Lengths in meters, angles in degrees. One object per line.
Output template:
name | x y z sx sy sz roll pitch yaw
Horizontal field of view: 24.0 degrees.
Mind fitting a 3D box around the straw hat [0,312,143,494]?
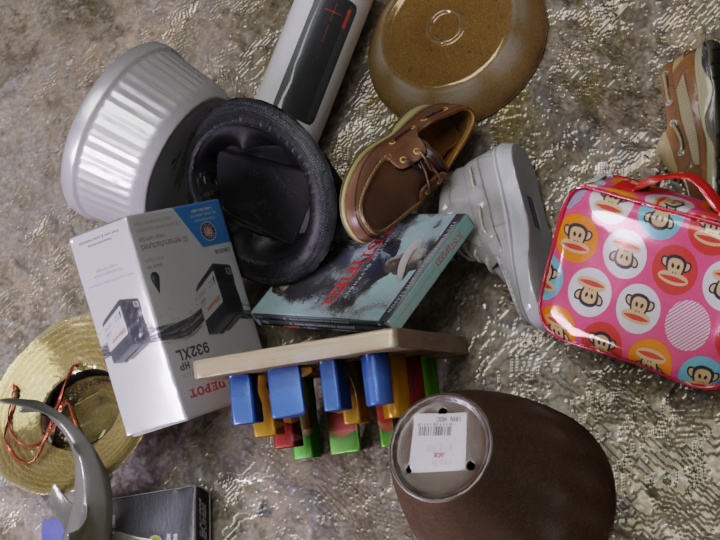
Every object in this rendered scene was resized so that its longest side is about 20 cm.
straw hat | -0.275 0.147 1.730 0.200 0.085 0.202 -10 64 22

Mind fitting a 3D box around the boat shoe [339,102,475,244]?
boat shoe | 0.047 -0.102 1.637 0.067 0.072 0.200 -13 28 43

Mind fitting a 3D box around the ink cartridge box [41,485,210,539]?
ink cartridge box | -0.240 0.323 1.665 0.199 0.047 0.199 -12 66 18

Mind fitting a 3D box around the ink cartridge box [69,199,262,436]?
ink cartridge box | -0.181 0.044 1.643 0.083 0.145 0.201 -17 89 34

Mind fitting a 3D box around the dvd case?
dvd case | 0.000 0.000 1.630 0.199 0.022 0.146 4 47 47

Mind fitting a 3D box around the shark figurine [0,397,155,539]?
shark figurine | -0.273 0.219 1.609 0.127 0.090 0.216 -2 103 14

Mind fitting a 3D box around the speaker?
speaker | -0.052 -0.225 1.781 0.081 0.081 0.201 14 75 29

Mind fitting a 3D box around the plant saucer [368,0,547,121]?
plant saucer | 0.093 -0.245 1.746 0.199 0.035 0.201 -9 66 22

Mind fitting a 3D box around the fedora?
fedora | -0.081 -0.083 1.691 0.200 0.091 0.202 10 106 37

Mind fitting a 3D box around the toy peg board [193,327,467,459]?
toy peg board | -0.019 0.119 1.565 0.199 0.199 0.098 -11 82 20

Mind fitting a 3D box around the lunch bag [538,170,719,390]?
lunch bag | 0.265 -0.003 1.498 0.199 0.082 0.177 21 110 29

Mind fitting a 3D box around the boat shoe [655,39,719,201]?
boat shoe | 0.315 -0.112 1.568 0.074 0.076 0.201 -14 66 38

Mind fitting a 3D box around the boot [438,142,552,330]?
boot | 0.130 -0.021 1.624 0.095 0.073 0.201 -24 56 26

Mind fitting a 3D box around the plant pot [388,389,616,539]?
plant pot | 0.104 0.178 1.468 0.186 0.200 0.188 -10 65 22

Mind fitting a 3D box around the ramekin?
ramekin | -0.213 -0.128 1.755 0.094 0.202 0.203 28 83 19
